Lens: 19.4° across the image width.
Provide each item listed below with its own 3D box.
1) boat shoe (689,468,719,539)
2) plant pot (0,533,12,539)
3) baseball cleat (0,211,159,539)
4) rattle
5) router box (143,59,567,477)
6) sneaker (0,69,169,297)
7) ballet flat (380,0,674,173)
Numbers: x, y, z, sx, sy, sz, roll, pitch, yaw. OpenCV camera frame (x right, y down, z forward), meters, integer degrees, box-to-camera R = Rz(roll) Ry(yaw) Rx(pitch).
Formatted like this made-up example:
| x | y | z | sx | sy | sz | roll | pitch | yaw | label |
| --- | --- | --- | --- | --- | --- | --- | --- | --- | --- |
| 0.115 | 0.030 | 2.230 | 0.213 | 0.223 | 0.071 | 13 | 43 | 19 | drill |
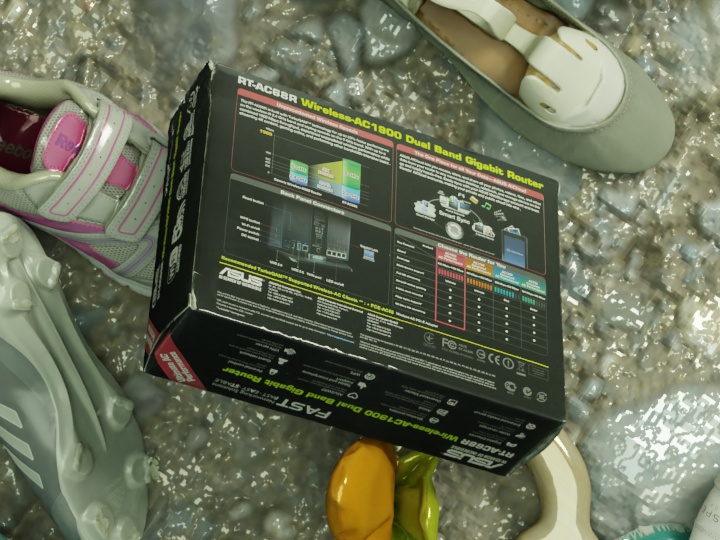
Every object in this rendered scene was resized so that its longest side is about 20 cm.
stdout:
| x | y | z | sx | sy | sz | roll | pitch | yaw | label |
| --- | --- | --- | --- | --- | --- | --- | --- | --- | --- |
| 0.261 | 0.170 | 1.082 | 0.200 | 0.071 | 0.069 | 30 | 97 | 5 | boat shoe |
| -0.199 | 0.216 | 1.026 | 0.201 | 0.201 | 0.161 | 41 | 80 | 0 | plant pot |
| -0.177 | 0.060 | 1.089 | 0.106 | 0.070 | 0.200 | -5 | 110 | 37 | baseball cleat |
| 0.088 | 0.133 | 1.048 | 0.200 | 0.143 | 0.130 | 33 | 73 | 6 | rattle |
| 0.000 | 0.000 | 1.016 | 0.200 | 0.062 | 0.150 | 18 | 51 | -19 | router box |
| -0.135 | -0.045 | 1.061 | 0.200 | 0.088 | 0.081 | 18 | 77 | 0 | sneaker |
| 0.078 | -0.117 | 1.079 | 0.200 | 0.064 | 0.067 | 38 | 91 | 0 | ballet flat |
